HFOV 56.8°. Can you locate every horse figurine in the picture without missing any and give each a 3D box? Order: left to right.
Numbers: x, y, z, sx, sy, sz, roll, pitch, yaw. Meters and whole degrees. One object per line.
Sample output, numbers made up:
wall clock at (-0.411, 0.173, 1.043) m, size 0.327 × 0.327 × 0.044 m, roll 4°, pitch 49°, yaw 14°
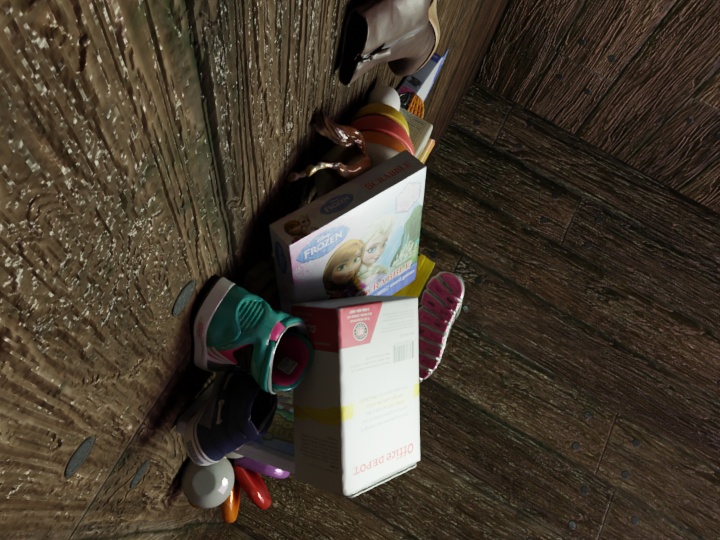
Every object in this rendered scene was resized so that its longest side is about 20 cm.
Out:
horse figurine at (-0.035, -0.093, 0.783) m, size 0.131 × 0.050 × 0.202 m, roll -24°, pitch 147°, yaw -40°

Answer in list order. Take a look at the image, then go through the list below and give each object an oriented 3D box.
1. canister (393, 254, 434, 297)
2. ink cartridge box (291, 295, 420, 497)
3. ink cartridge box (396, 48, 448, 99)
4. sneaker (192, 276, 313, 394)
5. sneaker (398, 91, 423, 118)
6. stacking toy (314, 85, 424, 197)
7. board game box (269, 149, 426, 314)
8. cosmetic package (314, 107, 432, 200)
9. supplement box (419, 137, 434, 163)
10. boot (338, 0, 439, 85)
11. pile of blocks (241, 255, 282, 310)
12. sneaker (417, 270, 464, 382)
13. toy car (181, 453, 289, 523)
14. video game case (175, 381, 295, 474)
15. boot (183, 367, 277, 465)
canister at (0.000, 0.000, 1.045) m, size 0.149 × 0.198 × 0.087 m, roll -58°, pitch 176°, yaw -40°
ink cartridge box at (-0.003, 0.135, 0.771) m, size 0.144 × 0.082 × 0.205 m, roll -4°, pitch 93°, yaw -49°
ink cartridge box at (0.096, -0.325, 1.242) m, size 0.201 × 0.042 × 0.120 m, roll -56°, pitch 175°, yaw -34°
sneaker at (-0.113, 0.086, 0.725) m, size 0.084 × 0.119 × 0.201 m, roll -59°, pitch 176°, yaw -24°
sneaker at (0.036, -0.210, 1.118) m, size 0.201 × 0.075 × 0.092 m, roll -55°, pitch -175°, yaw 13°
stacking toy at (0.023, -0.174, 0.906) m, size 0.147 × 0.143 × 0.203 m, roll 114°, pitch -10°, yaw -53°
board game box at (-0.010, -0.018, 0.805) m, size 0.198 × 0.041 × 0.201 m, roll -33°, pitch 146°, yaw -25°
cosmetic package at (0.016, -0.143, 0.985) m, size 0.202 × 0.104 × 0.071 m, roll -60°, pitch 176°, yaw -11°
supplement box at (0.060, -0.161, 1.213) m, size 0.202 × 0.066 × 0.069 m, roll -62°, pitch 176°, yaw 13°
boot at (0.026, -0.258, 0.742) m, size 0.167 × 0.072 × 0.201 m, roll -47°, pitch 172°, yaw -24°
pile of blocks at (-0.107, 0.033, 0.871) m, size 0.083 × 0.061 × 0.200 m, roll -61°, pitch 177°, yaw -1°
sneaker at (0.108, 0.084, 1.018) m, size 0.203 × 0.073 × 0.087 m, roll -68°, pitch 167°, yaw 22°
toy car at (-0.189, 0.313, 1.091) m, size 0.202 × 0.148 × 0.175 m, roll -61°, pitch 176°, yaw -8°
video game case at (-0.114, 0.191, 0.884) m, size 0.182 × 0.196 × 0.022 m, roll -52°, pitch 158°, yaw -68°
boot at (-0.132, 0.149, 0.797) m, size 0.089 × 0.073 × 0.201 m, roll -25°, pitch -160°, yaw 18°
